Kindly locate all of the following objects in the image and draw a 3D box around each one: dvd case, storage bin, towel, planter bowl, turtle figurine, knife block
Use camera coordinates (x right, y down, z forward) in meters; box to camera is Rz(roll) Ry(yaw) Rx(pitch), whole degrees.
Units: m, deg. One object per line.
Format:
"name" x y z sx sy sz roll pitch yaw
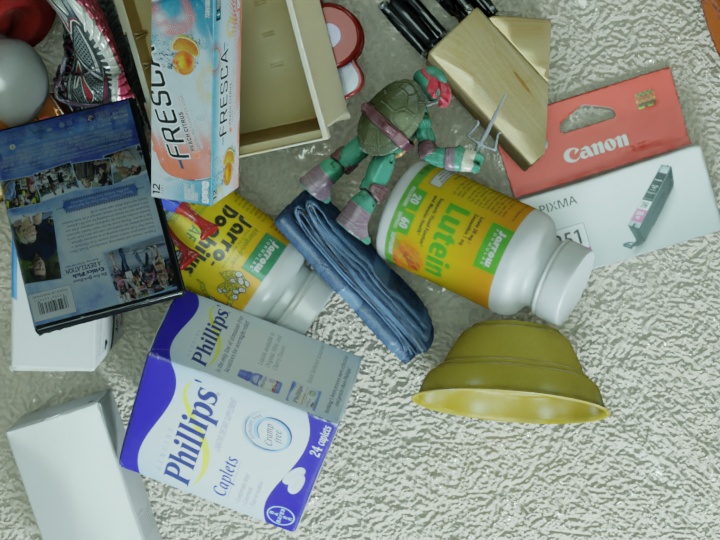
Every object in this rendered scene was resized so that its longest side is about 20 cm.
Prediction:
"dvd case" -0.255 -0.052 1.533 0.142 0.018 0.200 -15 77 -6
"storage bin" -0.132 -0.213 1.571 0.198 0.094 0.200 -10 104 21
"towel" 0.000 0.000 1.672 0.049 0.112 0.200 -41 97 13
"planter bowl" 0.154 0.098 1.657 0.200 0.200 0.084 5 78 1
"turtle figurine" 0.037 -0.131 1.593 0.200 0.150 0.101 -47 131 7
"knife block" 0.103 -0.206 1.660 0.175 0.064 0.200 3 87 1

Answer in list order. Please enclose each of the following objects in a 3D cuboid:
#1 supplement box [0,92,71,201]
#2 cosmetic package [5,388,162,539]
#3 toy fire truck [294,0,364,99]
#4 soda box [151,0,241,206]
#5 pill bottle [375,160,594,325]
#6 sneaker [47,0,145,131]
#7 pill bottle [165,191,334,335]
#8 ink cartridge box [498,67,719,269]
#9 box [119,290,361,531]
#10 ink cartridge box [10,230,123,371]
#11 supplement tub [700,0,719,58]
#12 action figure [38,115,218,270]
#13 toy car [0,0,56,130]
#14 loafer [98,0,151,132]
"supplement box" -0.379 -0.104 1.701 0.200 0.067 0.069 -34 94 5
"cosmetic package" -0.285 0.238 1.729 0.107 0.085 0.200 -16 96 4
"toy fire truck" -0.093 -0.242 1.650 0.168 0.112 0.200 -29 96 6
"soda box" -0.150 -0.164 1.503 0.063 0.068 0.200 8 111 17
"pill bottle" 0.126 -0.023 1.642 0.200 0.111 0.111 25 98 18
"sneaker" -0.266 -0.195 1.587 0.075 0.081 0.200 -20 137 -6
"pill bottle" -0.127 -0.011 1.679 0.200 0.113 0.113 36 97 -2
"ink cartridge box" 0.252 -0.097 1.691 0.200 0.044 0.174 -17 97 4
"box" -0.124 0.143 1.660 0.200 0.105 0.184 21 132 0
"ink cartridge box" -0.290 0.013 1.645 0.084 0.200 0.145 2 97 -1
"supplement tub" 0.446 -0.272 1.622 0.200 0.123 0.123 -20 96 4
"action figure" -0.234 -0.084 1.596 0.200 0.052 0.065 39 119 4
"toy car" -0.354 -0.208 1.624 0.184 0.177 0.200 -14 90 13
"loafer" -0.209 -0.220 1.686 0.070 0.075 0.200 -26 101 -22
